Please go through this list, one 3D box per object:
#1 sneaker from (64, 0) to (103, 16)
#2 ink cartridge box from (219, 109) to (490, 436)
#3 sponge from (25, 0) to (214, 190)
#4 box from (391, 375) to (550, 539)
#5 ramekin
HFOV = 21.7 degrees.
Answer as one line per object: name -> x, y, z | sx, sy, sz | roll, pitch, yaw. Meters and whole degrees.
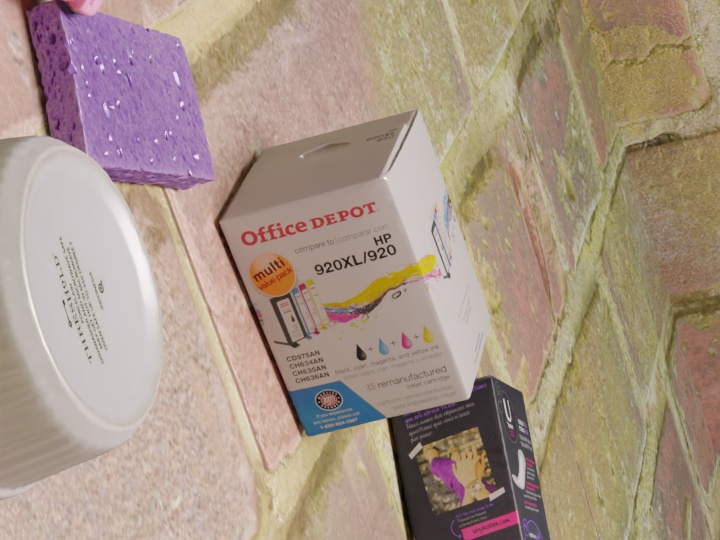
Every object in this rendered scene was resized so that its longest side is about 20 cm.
sneaker -> -0.193, -0.234, 1.150 | 0.079, 0.095, 0.200 | 53, 9, 23
ink cartridge box -> 0.000, 0.000, 1.509 | 0.145, 0.146, 0.201 | -67, 139, -62
sponge -> -0.162, -0.117, 1.295 | 0.200, 0.030, 0.112 | 2, 74, -71
box -> 0.107, 0.212, 1.741 | 0.122, 0.105, 0.201 | 32, 46, -68
ramekin -> -0.183, 0.019, 1.022 | 0.202, 0.094, 0.204 | -14, 90, -73
